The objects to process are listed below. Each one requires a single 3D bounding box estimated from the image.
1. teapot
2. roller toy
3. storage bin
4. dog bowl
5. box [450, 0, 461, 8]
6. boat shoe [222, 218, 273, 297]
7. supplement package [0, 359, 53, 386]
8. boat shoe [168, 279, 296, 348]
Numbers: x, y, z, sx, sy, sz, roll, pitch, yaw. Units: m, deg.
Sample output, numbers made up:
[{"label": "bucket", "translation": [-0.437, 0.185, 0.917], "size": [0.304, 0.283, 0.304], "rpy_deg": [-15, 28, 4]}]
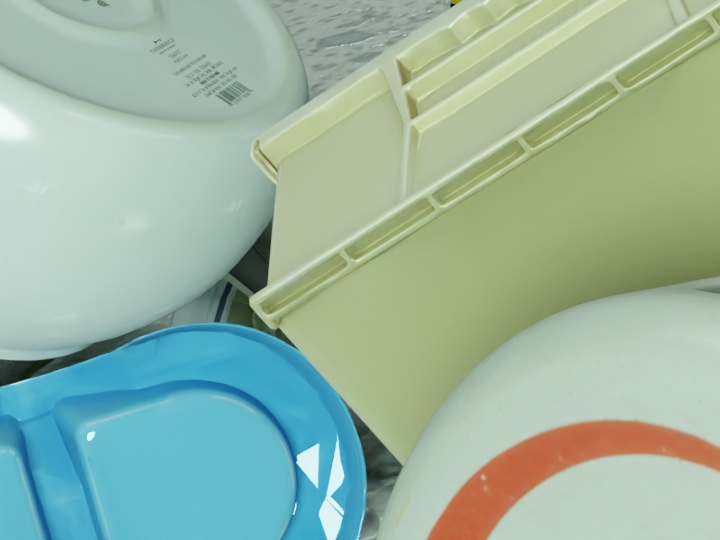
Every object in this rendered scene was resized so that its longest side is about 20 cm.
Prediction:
[{"label": "teapot", "translation": [-0.121, -0.040, 0.812], "size": [0.199, 0.146, 0.198], "rpy_deg": [9, 35, -30]}, {"label": "roller toy", "translation": [0.107, 0.089, 0.537], "size": [0.140, 0.183, 0.200], "rpy_deg": [-7, -16, -46]}, {"label": "storage bin", "translation": [0.105, 0.006, 0.656], "size": [0.198, 0.200, 0.094], "rpy_deg": [-32, 24, 20]}, {"label": "dog bowl", "translation": [-0.099, 0.084, 0.807], "size": [0.199, 0.112, 0.050], "rpy_deg": [-17, 8, -11]}, {"label": "box", "translation": [0.163, -0.101, 1.118], "size": [0.200, 0.050, 0.159], "rpy_deg": [-14, 25, -41]}, {"label": "boat shoe", "translation": [0.000, 0.000, 0.909], "size": [0.200, 0.057, 0.067], "rpy_deg": [34, 41, 21]}, {"label": "supplement package", "translation": [-0.170, -0.030, 0.996], "size": [0.152, 0.151, 0.200], "rpy_deg": [-41, -1, 39]}, {"label": "boat shoe", "translation": [-0.049, 0.047, 0.944], "size": [0.062, 0.072, 0.200], "rpy_deg": [13, 27, -1]}]
